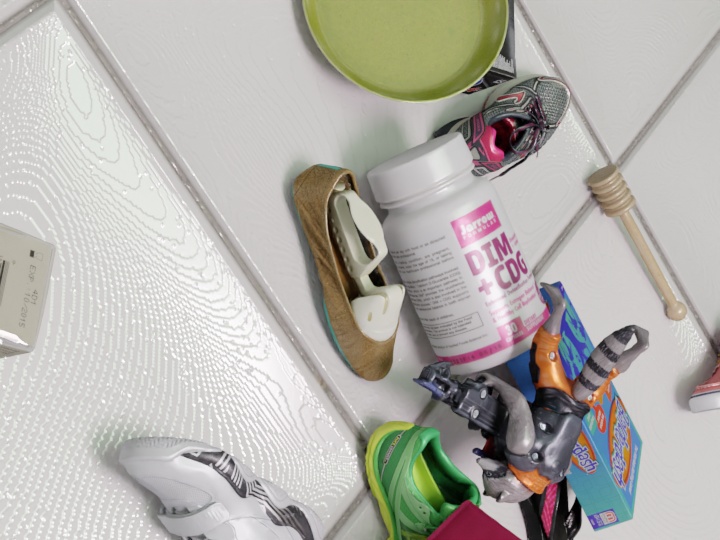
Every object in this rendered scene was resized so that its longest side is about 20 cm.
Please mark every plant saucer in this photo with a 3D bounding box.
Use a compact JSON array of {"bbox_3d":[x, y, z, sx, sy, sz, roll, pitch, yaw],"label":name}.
[{"bbox_3d":[0.039,-0.247,1.345,0.199,0.031,0.201,3,77,-14],"label":"plant saucer"}]

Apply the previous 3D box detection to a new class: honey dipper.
[{"bbox_3d":[0.312,-0.026,1.589,0.200,0.038,0.038,56,49,-21],"label":"honey dipper"}]

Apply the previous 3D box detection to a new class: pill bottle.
[{"bbox_3d":[0.088,-0.017,1.324,0.113,0.113,0.201,-34,103,-42],"label":"pill bottle"}]

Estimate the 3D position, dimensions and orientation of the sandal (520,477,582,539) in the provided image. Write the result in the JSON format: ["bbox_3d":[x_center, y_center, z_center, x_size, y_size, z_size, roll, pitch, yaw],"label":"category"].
[{"bbox_3d":[0.193,0.235,1.410,0.075,0.045,0.201,-7,85,-43],"label":"sandal"}]

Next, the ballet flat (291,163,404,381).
[{"bbox_3d":[0.000,0.000,1.266,0.068,0.072,0.201,-20,94,-43],"label":"ballet flat"}]

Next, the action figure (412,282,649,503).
[{"bbox_3d":[0.150,0.113,1.253,0.200,0.105,0.194,23,94,-37],"label":"action figure"}]

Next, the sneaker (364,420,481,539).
[{"bbox_3d":[0.068,0.227,1.269,0.074,0.083,0.201,-32,103,-43],"label":"sneaker"}]

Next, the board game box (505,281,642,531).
[{"bbox_3d":[0.212,0.130,1.415,0.200,0.045,0.152,62,23,-15],"label":"board game box"}]

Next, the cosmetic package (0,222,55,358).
[{"bbox_3d":[-0.289,0.016,0.905,0.105,0.200,0.071,22,67,-36],"label":"cosmetic package"}]

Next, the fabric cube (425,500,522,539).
[{"bbox_3d":[0.119,0.345,1.166,0.196,0.199,0.200,-45,113,-10],"label":"fabric cube"}]

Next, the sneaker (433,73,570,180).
[{"bbox_3d":[0.157,-0.141,1.444,0.200,0.075,0.081,-38,106,-42],"label":"sneaker"}]

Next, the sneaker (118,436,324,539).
[{"bbox_3d":[-0.113,0.210,1.110,0.200,0.075,0.115,37,55,-35],"label":"sneaker"}]

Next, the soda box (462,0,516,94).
[{"bbox_3d":[0.108,-0.282,1.432,0.063,0.071,0.201,11,73,-40],"label":"soda box"}]

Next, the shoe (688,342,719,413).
[{"bbox_3d":[0.427,0.105,1.646,0.200,0.071,0.091,-7,84,-49],"label":"shoe"}]
